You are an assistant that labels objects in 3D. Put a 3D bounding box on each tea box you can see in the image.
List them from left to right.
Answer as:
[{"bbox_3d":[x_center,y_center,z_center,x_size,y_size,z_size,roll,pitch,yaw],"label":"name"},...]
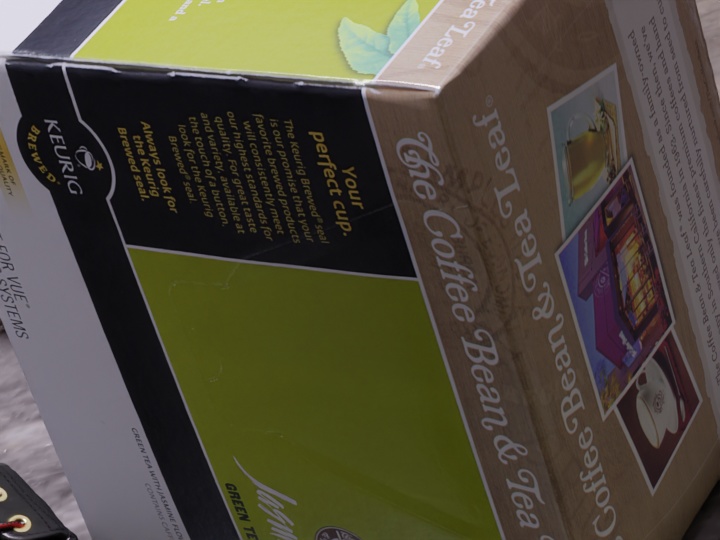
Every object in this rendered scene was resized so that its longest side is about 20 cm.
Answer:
[{"bbox_3d":[-0.001,-0.014,0.878,0.196,0.201,0.134,8,42,34],"label":"tea box"}]

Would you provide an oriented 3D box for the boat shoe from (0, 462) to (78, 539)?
[{"bbox_3d":[-0.130,0.101,0.957,0.074,0.063,0.201,-34,31,-21],"label":"boat shoe"}]
